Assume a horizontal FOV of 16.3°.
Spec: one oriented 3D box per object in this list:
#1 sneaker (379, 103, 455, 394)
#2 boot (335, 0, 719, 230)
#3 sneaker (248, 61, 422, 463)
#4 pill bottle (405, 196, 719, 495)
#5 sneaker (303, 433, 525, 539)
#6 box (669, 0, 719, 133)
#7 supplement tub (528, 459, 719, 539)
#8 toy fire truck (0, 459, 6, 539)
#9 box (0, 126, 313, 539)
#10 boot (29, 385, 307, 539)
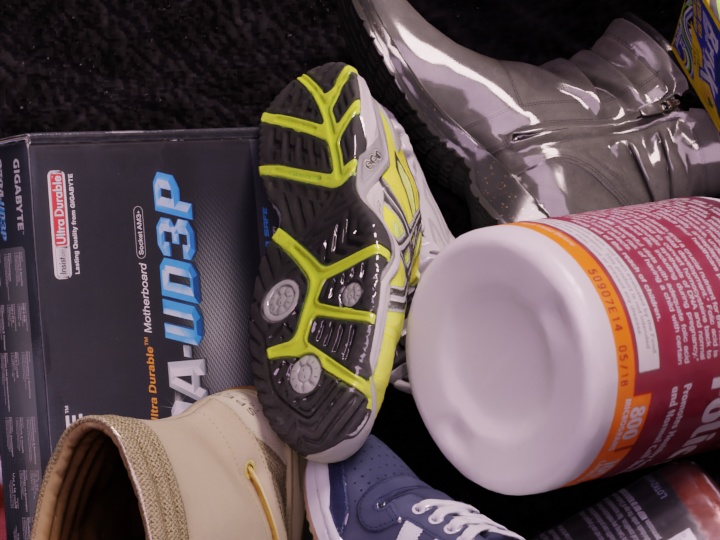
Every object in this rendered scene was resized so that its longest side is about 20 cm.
[{"bbox_3d":[0.019,-0.002,1.209,0.075,0.081,0.201,-32,49,10],"label":"sneaker"},{"bbox_3d":[0.086,-0.090,1.240,0.130,0.068,0.200,-33,75,-12],"label":"boot"},{"bbox_3d":[0.000,0.000,1.108,0.075,0.076,0.201,-21,47,29],"label":"sneaker"},{"bbox_3d":[0.126,0.028,1.108,0.199,0.114,0.115,-9,61,-43],"label":"pill bottle"},{"bbox_3d":[0.055,0.121,1.020,0.109,0.070,0.200,-52,52,31],"label":"sneaker"},{"bbox_3d":[0.254,-0.134,1.204,0.199,0.070,0.065,-22,68,-12],"label":"box"},{"bbox_3d":[0.086,0.174,1.114,0.199,0.107,0.107,-29,69,-2],"label":"supplement tub"},{"bbox_3d":[-0.137,0.051,1.201,0.168,0.112,0.200,42,78,-7],"label":"toy fire truck"},{"bbox_3d":[-0.089,0.037,1.140,0.046,0.158,0.201,-5,88,51],"label":"box"},{"bbox_3d":[-0.075,0.152,1.034,0.072,0.155,0.201,2,92,23],"label":"boot"}]
